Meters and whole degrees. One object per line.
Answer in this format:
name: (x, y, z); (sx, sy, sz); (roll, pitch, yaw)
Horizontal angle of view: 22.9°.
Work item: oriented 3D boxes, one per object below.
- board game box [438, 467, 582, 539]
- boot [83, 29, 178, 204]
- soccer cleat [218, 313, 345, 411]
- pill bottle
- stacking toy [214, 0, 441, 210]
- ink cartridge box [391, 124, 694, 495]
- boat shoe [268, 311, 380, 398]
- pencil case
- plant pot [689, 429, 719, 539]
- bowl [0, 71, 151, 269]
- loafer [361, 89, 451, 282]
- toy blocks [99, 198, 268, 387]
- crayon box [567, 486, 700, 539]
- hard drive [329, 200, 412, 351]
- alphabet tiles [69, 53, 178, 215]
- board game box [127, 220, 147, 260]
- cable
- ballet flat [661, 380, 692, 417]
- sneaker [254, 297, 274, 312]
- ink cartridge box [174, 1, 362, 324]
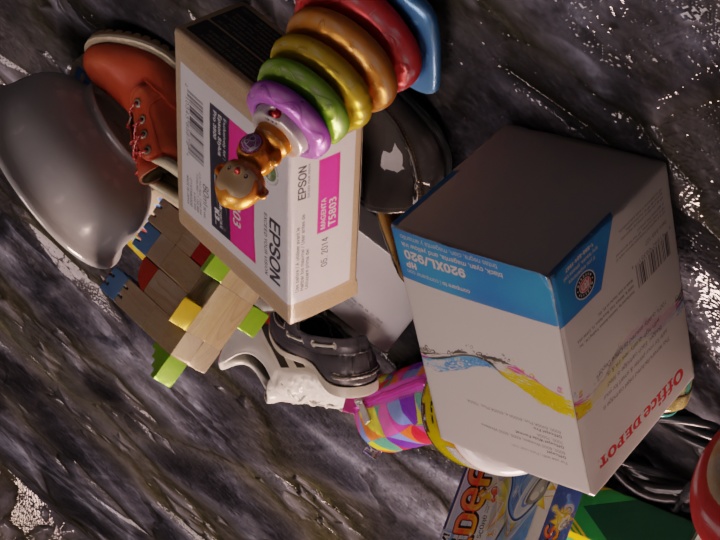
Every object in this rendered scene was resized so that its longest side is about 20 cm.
board game box: (0.137, 0.220, 1.625); (0.034, 0.202, 0.135); (29, 164, -32)
boot: (-0.182, -0.133, 1.567); (0.199, 0.107, 0.075); (34, 153, 14)
soccer cleat: (-0.056, 0.116, 1.865); (0.199, 0.085, 0.069); (32, 157, 8)
pill bottle: (0.117, 0.119, 1.528); (0.109, 0.110, 0.200); (40, 172, -3)
stacking toy: (-0.039, -0.120, 1.253); (0.115, 0.200, 0.110); (30, 156, 20)
ink cartridge box: (0.135, 0.027, 1.283); (0.144, 0.147, 0.201); (17, 135, 38)
boat shoe: (-0.036, 0.060, 1.753); (0.200, 0.072, 0.063); (-141, 44, -59)
pencil case: (0.058, 0.129, 1.723); (0.088, 0.089, 0.200); (43, 154, -10)
plant pot: (0.339, 0.195, 1.277); (0.199, 0.201, 0.183); (9, 140, 50)
bowl: (-0.251, -0.109, 1.631); (0.202, 0.090, 0.201); (52, -166, -18)
loafer: (0.032, -0.072, 1.404); (0.072, 0.072, 0.201); (18, 149, 42)
toy blocks: (-0.147, -0.010, 1.598); (0.136, 0.201, 0.100); (38, -178, 42)
crayon box: (0.266, 0.270, 1.671); (0.172, 0.059, 0.200); (21, 161, 39)
hard drive: (0.000, 0.000, 1.647); (0.132, 0.025, 0.200); (38, 158, 2)
alphabet tiles: (-0.201, -0.121, 1.707); (0.199, 0.015, 0.196); (38, 147, 3)
board game box: (-0.197, -0.031, 1.875); (0.200, 0.034, 0.134); (47, 156, -19)
cable: (0.263, 0.149, 1.514); (0.162, 0.051, 0.201); (18, 154, 25)
ballet flat: (0.179, 0.050, 1.431); (0.199, 0.071, 0.071); (25, 154, 28)
sneaker: (-0.103, -0.017, 1.651); (0.199, 0.080, 0.087); (5, 115, 42)
ink cartridge box: (-0.075, -0.085, 1.421); (0.165, 0.075, 0.201); (41, 143, 37)
